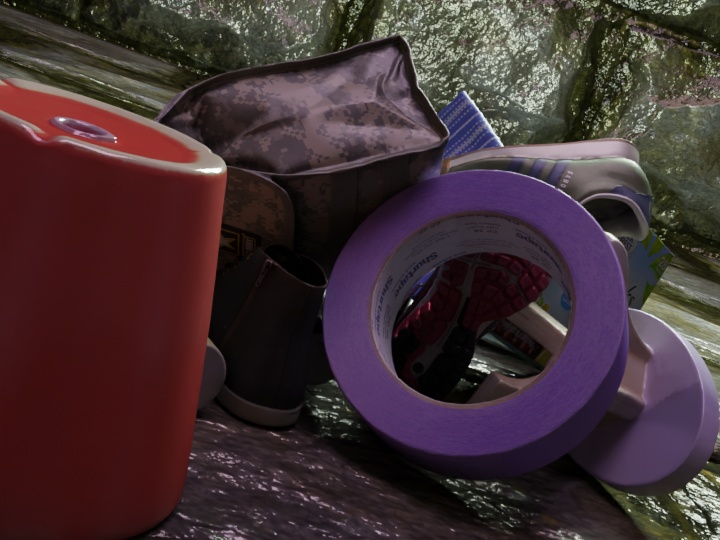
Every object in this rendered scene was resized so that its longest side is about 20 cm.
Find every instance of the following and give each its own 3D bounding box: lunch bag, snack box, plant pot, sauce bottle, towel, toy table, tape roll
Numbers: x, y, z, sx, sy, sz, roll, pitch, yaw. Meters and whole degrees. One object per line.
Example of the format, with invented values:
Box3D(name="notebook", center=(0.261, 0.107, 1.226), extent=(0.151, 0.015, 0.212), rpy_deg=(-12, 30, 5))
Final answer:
Box3D(name="lunch bag", center=(-0.051, -0.065, 0.808), extent=(0.199, 0.164, 0.118), rpy_deg=(-15, 63, -13))
Box3D(name="snack box", center=(0.191, 0.006, 1.031), extent=(0.068, 0.169, 0.200), rpy_deg=(31, -3, 41))
Box3D(name="plant pot", center=(-0.159, 0.009, 0.546), extent=(0.200, 0.178, 0.200), rpy_deg=(19, 13, -4))
Box3D(name="sauce bottle", center=(-0.045, 0.037, 0.885), extent=(0.064, 0.065, 0.200), rpy_deg=(18, 13, -10))
Box3D(name="towel", center=(0.075, -0.068, 1.019), extent=(0.024, 0.145, 0.200), rpy_deg=(38, 19, -39))
Box3D(name="toy table", center=(0.172, 0.074, 0.847), extent=(0.117, 0.184, 0.200), rpy_deg=(32, 0, -24))
Box3D(name="tape roll", center=(0.078, 0.035, 0.746), extent=(0.200, 0.201, 0.066), rpy_deg=(25, -14, 23))

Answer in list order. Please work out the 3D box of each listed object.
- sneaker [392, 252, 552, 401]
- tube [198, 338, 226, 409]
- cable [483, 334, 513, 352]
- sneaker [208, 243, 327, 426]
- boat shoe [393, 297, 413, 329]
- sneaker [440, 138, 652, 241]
Box3D(name="sneaker", center=(0.081, 0.014, 0.860), extent=(0.081, 0.200, 0.075), rpy_deg=(40, 12, -7))
Box3D(name="tube", center=(-0.154, 0.028, 0.757), extent=(0.058, 0.052, 0.200), rpy_deg=(0, 23, -35))
Box3D(name="cable", center=(0.172, 0.039, 1.217), extent=(0.199, 0.069, 0.200), rpy_deg=(14, 14, -29))
Box3D(name="sneaker", center=(-0.091, 0.018, 0.785), extent=(0.075, 0.107, 0.200), rpy_deg=(8, 17, -45))
Box3D(name="boat shoe", center=(0.050, 0.036, 1.056), extent=(0.066, 0.070, 0.200), rpy_deg=(20, 19, -6))
Box3D(name="sneaker", center=(0.139, -0.048, 0.888), extent=(0.199, 0.067, 0.090), rpy_deg=(-8, 55, -4))
